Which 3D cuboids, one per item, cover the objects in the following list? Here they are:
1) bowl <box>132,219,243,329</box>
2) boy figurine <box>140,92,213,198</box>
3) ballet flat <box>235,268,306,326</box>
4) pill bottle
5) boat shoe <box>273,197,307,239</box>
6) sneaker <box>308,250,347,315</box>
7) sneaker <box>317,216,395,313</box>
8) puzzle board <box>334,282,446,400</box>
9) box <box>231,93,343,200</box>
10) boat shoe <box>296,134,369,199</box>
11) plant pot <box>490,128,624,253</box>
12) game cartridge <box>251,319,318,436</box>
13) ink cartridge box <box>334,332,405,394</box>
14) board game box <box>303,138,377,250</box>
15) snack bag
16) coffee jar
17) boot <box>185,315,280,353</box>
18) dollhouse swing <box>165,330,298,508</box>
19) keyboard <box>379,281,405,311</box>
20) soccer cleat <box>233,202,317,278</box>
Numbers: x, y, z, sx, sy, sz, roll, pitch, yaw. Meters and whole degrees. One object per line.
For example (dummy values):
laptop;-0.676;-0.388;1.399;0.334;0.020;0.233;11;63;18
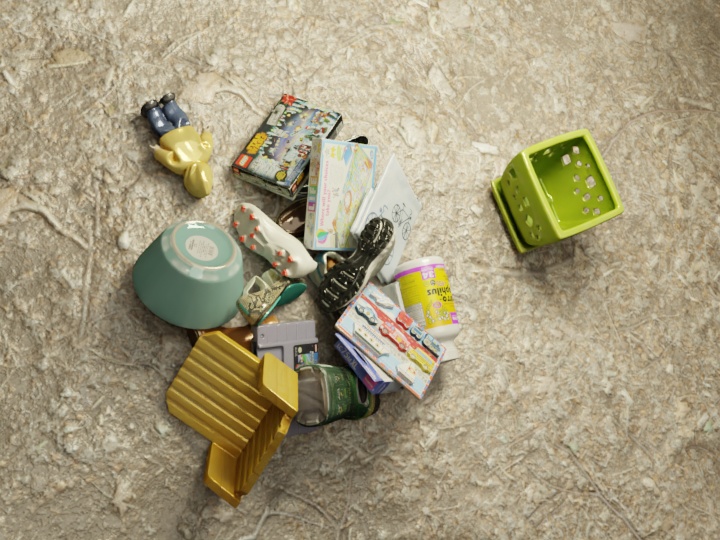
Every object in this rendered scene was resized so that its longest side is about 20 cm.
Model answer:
bowl;-0.281;-0.010;1.410;0.198;0.106;0.203;18;40;-16
boy figurine;-0.325;-0.229;1.520;0.124;0.064;0.202;-31;89;-27
ballet flat;-0.162;0.036;1.471;0.075;0.068;0.200;43;26;4
pill bottle;0.135;0.081;1.603;0.103;0.104;0.203;-9;79;-24
boat shoe;-0.074;-0.121;1.588;0.200;0.075;0.076;-25;86;-27
sneaker;-0.014;0.044;1.563;0.199;0.081;0.077;41;65;-7
sneaker;0.000;0.000;1.496;0.074;0.079;0.201;37;81;23
puzzle board;0.060;0.121;1.480;0.199;0.017;0.151;41;39;-2
box;-0.139;-0.242;1.580;0.135;0.040;0.201;22;64;20
boat shoe;-0.061;-0.210;1.623;0.198;0.068;0.074;-29;87;-27
plant pot;0.403;-0.157;1.741;0.198;0.181;0.201;-20;83;-26
game cartridge;-0.132;0.193;1.455;0.128;0.038;0.204;-3;94;-33
ink cartridge box;0.029;0.166;1.486;0.120;0.042;0.199;49;17;23
board game box;-0.037;-0.140;1.540;0.133;0.034;0.204;1;97;-40
snack bag;0.054;-0.104;1.607;0.202;0.021;0.189;-66;147;-23
coffee jar;-0.040;0.217;1.455;0.199;0.084;0.106;10;71;-60
boot;-0.212;0.118;1.460;0.154;0.077;0.201;-34;92;-26
dollhouse swing;-0.224;0.230;1.338;0.174;0.182;0.201;30;104;-14
keyboard;0.076;0.126;1.593;0.011;0.056;0.203;-4;77;-38
soccer cleat;-0.162;-0.053;1.520;0.200;0.070;0.077;43;25;27
